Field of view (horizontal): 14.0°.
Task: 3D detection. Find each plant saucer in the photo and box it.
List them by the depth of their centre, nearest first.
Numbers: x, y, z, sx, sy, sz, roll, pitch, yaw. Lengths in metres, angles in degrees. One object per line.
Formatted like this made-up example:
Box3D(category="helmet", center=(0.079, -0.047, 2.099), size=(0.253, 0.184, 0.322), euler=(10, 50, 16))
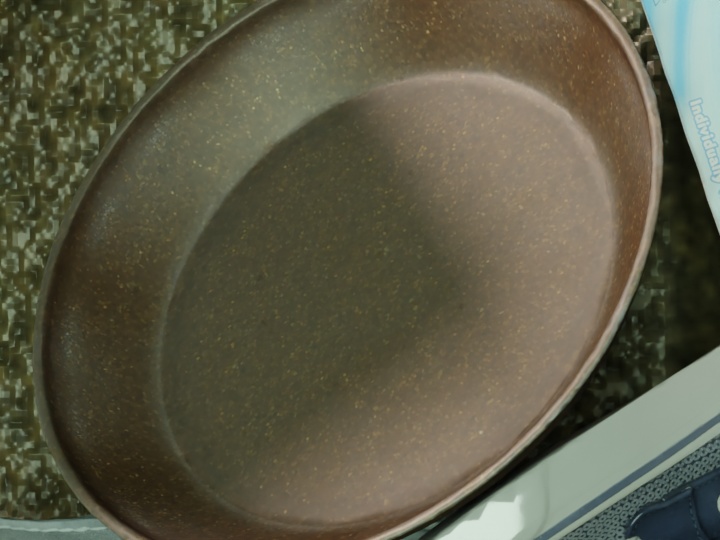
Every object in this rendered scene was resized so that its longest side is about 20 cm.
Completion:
Box3D(category="plant saucer", center=(0.000, 0.000, 0.826), size=(0.200, 0.037, 0.201), euler=(-17, 52, 24))

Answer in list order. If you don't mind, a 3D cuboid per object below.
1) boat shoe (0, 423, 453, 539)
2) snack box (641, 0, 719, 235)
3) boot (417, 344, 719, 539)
Box3D(category="boat shoe", center=(-0.031, 0.082, 0.865), size=(0.200, 0.070, 0.072), euler=(7, 83, 10))
Box3D(category="snack box", center=(0.155, -0.004, 0.746), size=(0.116, 0.037, 0.201), euler=(-19, 89, 17))
Box3D(category="boot", center=(0.096, 0.074, 0.798), size=(0.199, 0.073, 0.091), euler=(-32, 86, -10))
